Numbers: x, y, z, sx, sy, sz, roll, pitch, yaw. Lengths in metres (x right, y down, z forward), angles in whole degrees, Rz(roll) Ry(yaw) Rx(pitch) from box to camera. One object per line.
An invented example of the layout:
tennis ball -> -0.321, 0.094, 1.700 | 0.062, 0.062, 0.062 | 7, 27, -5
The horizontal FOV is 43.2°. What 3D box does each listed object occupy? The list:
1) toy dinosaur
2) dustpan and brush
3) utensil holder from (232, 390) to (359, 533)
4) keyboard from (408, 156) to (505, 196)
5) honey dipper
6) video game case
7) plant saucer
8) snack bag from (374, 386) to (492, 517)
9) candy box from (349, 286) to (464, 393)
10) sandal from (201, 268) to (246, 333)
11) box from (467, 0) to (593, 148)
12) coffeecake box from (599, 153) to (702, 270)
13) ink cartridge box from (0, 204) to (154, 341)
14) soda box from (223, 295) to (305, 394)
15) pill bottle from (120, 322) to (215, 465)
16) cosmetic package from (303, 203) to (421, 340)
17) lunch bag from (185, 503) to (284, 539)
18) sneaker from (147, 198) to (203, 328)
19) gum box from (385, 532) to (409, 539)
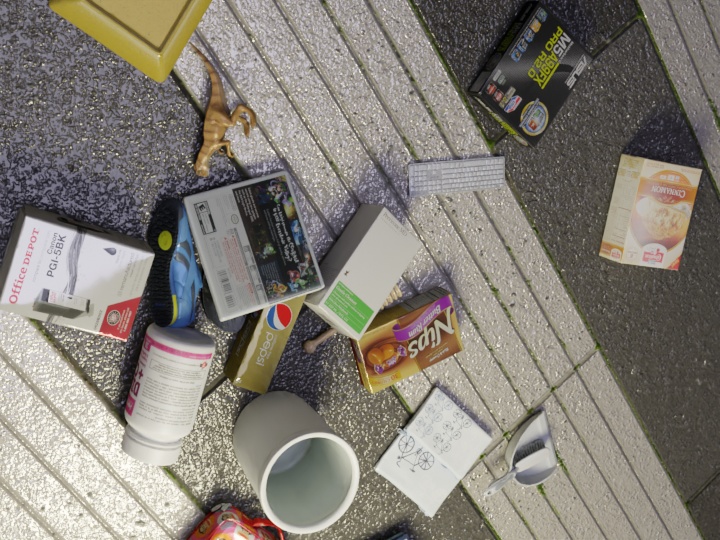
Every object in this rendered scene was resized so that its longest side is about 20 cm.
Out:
toy dinosaur -> -0.216, -0.242, 1.403 | 0.104, 0.060, 0.205 | 2, 102, -23
dustpan and brush -> 0.314, 0.386, 1.803 | 0.197, 0.057, 0.142 | -25, 112, -16
utensil holder -> -0.115, 0.311, 1.512 | 0.166, 0.199, 0.174 | -6, 105, -23
keyboard -> 0.174, -0.169, 1.626 | 0.196, 0.011, 0.058 | -7, 106, -23
honey dipper -> -0.016, 0.083, 1.590 | 0.198, 0.038, 0.038 | -34, 114, -11
video game case -> -0.169, -0.042, 1.448 | 0.179, 0.023, 0.204 | -17, 84, -22
plant saucer -> -0.316, -0.411, 1.322 | 0.198, 0.048, 0.202 | 32, 89, -28
snack bag -> 0.139, 0.350, 1.737 | 0.201, 0.021, 0.188 | -49, 117, -6
candy box -> 0.082, 0.124, 1.634 | 0.197, 0.056, 0.119 | -22, 111, -17
sandal -> -0.221, 0.008, 1.470 | 0.074, 0.048, 0.205 | -10, 106, -22
box -> 0.304, -0.348, 1.620 | 0.159, 0.044, 0.202 | 36, 87, -27
coffeecake box -> 0.568, -0.113, 1.784 | 0.150, 0.073, 0.205 | 5, 102, -26
ink cartridge box -> -0.427, 0.006, 1.357 | 0.197, 0.083, 0.150 | 17, 97, -27
soda box -> -0.156, 0.097, 1.511 | 0.063, 0.068, 0.204 | 20, 94, -26
pill bottle -> -0.309, 0.195, 1.443 | 0.111, 0.113, 0.204 | 14, 97, -26
cosmetic package -> 0.000, 0.000, 1.534 | 0.107, 0.084, 0.202 | 39, 78, -27
lunch bag -> -0.209, 0.507, 1.585 | 0.177, 0.082, 0.200 | -49, 116, -6
sneaker -> -0.288, -0.012, 1.437 | 0.078, 0.065, 0.205 | -6, 99, -55
gum box -> 0.048, 0.624, 1.704 | 0.167, 0.044, 0.204 | -21, 86, -21
